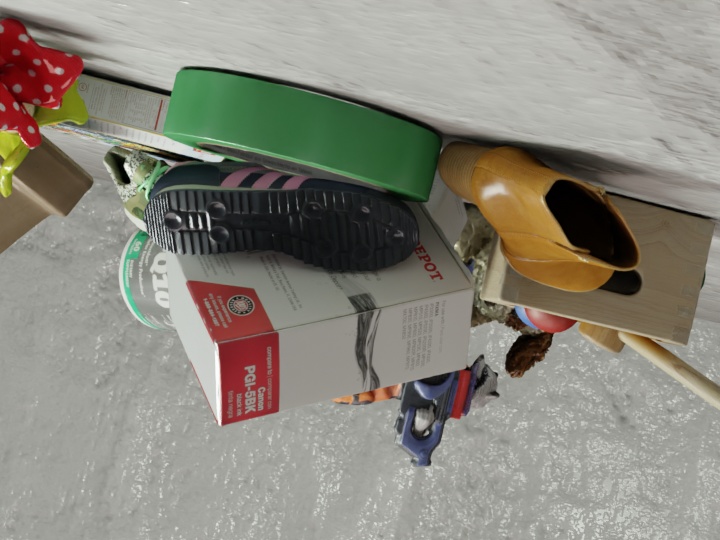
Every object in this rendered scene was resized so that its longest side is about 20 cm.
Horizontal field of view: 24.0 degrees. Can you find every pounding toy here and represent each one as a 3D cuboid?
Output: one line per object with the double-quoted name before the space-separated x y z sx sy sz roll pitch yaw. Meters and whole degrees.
"pounding toy" 0.206 0.018 1.378 0.198 0.144 0.184 14 179 -1

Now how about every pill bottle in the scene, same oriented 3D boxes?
"pill bottle" -0.131 0.006 1.613 0.112 0.115 0.199 15 171 -43

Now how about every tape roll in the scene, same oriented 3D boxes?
"tape roll" -0.041 -0.095 1.216 0.198 0.049 0.200 14 179 0

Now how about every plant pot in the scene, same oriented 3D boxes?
"plant pot" -0.350 -0.072 1.394 0.200 0.175 0.200 40 176 3

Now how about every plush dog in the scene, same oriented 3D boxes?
"plush dog" 0.134 0.002 1.646 0.171 0.202 0.160 24 -142 33

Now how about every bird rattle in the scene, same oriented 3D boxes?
"bird rattle" -0.280 -0.133 1.208 0.162 0.113 0.200 30 177 4

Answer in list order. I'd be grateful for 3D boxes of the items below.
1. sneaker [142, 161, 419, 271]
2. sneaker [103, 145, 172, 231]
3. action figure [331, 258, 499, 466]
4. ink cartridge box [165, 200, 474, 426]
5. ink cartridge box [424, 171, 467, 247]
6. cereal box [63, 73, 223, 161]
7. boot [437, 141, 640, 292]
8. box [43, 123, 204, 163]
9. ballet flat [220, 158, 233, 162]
"sneaker" -0.054 -0.051 1.229 0.197 0.071 0.082 8 -149 0
"sneaker" -0.185 -0.070 1.567 0.089 0.077 0.199 45 165 -35
"action figure" 0.047 0.071 1.612 0.192 0.202 0.105 21 -175 -1
"ink cartridge box" -0.032 0.022 1.260 0.198 0.084 0.147 -11 -142 -16
"ink cartridge box" 0.000 0.000 1.462 0.114 0.201 0.068 13 147 25
"cereal box" -0.206 -0.136 1.442 0.198 0.040 0.144 14 178 -9
"boot" 0.152 -0.021 1.193 0.201 0.071 0.144 34 177 -37
"box" -0.228 -0.139 1.617 0.198 0.038 0.136 14 179 -18
"ballet flat" -0.089 -0.071 1.434 0.068 0.069 0.200 0 -153 21
